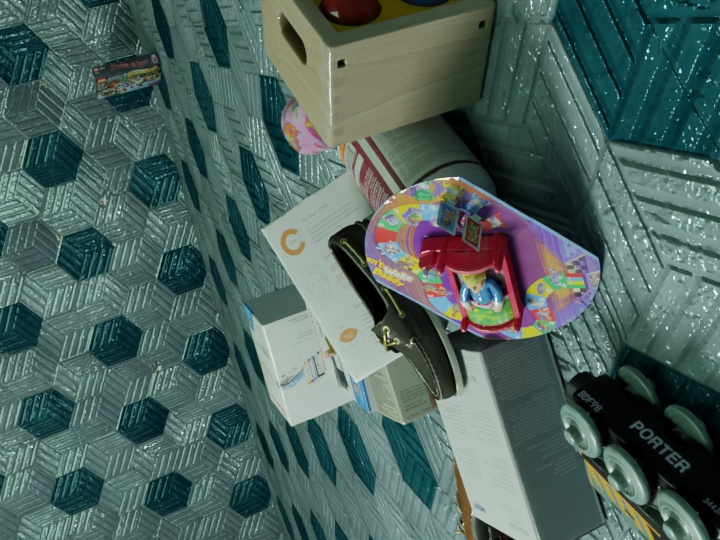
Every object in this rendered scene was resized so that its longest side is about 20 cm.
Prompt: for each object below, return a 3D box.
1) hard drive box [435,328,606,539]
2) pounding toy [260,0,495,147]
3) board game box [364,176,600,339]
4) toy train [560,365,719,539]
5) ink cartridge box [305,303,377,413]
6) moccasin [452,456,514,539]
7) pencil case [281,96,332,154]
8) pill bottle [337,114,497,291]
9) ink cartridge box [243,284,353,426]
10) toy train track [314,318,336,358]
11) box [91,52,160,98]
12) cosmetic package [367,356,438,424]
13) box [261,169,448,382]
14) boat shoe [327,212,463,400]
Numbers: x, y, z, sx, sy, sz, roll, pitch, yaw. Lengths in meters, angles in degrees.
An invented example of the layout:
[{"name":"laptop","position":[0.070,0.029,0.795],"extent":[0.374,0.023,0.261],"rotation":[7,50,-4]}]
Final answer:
[{"name":"hard drive box","position":[0.148,0.162,0.806],"extent":[0.156,0.076,0.204],"rotation":[173,78,-72]},{"name":"pounding toy","position":[-0.012,-0.240,0.696],"extent":[0.201,0.181,0.144],"rotation":[58,158,34]},{"name":"board game box","position":[0.093,0.012,0.651],"extent":[0.158,0.198,0.039],"rotation":[-48,18,50]},{"name":"toy train","position":[0.223,0.158,0.583],"extent":[0.200,0.084,0.115],"rotation":[45,159,54]},{"name":"ink cartridge box","position":[-0.005,0.107,1.193],"extent":[0.200,0.083,0.147],"rotation":[-157,50,-67]},{"name":"moccasin","position":[0.151,0.307,0.955],"extent":[0.078,0.072,0.205],"rotation":[-156,46,-78]},{"name":"pencil case","position":[-0.040,-0.199,0.996],"extent":[0.199,0.086,0.089],"rotation":[1,110,70]},{"name":"pill bottle","position":[0.063,-0.080,0.758],"extent":[0.201,0.108,0.111],"rotation":[58,159,34]},{"name":"ink cartridge box","position":[-0.108,0.146,1.440],"extent":[0.147,0.142,0.204],"rotation":[32,138,63]},{"name":"toy train track","position":[-0.038,0.067,1.053],"extent":[0.201,0.032,0.116],"rotation":[102,145,-60]},{"name":"box","position":[-0.698,-0.582,2.361],"extent":[0.038,0.197,0.137],"rotation":[68,162,7]},{"name":"cosmetic package","position":[0.045,0.081,1.014],"extent":[0.103,0.086,0.204],"rotation":[-176,67,-72]},{"name":"box","position":[0.000,0.000,0.893],"extent":[0.202,0.123,0.097],"rotation":[58,-165,-3]},{"name":"boat shoe","position":[0.034,0.043,0.789],"extent":[0.204,0.060,0.072],"rotation":[62,162,12]}]
